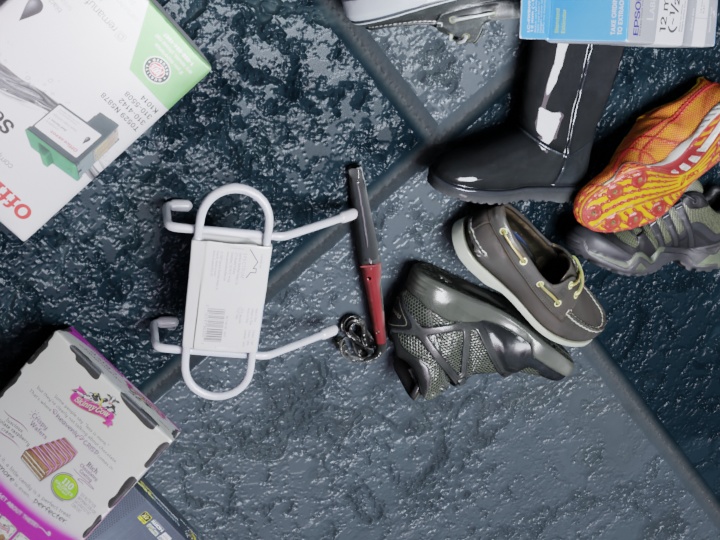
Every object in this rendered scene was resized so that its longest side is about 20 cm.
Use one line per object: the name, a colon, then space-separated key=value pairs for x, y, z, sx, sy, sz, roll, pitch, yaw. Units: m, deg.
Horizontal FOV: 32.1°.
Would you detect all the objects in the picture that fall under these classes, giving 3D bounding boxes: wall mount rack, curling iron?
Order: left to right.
wall mount rack: x=-0.090 y=0.010 z=1.078 sx=0.171 sy=0.075 sz=0.202 roll=4 pitch=115 yaw=-13
curling iron: x=0.000 y=0.000 z=1.139 sx=0.049 sy=0.026 sz=0.202 roll=-11 pitch=120 yaw=-19

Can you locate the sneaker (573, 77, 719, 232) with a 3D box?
sneaker: x=0.269 y=-0.103 z=1.155 sx=0.199 sy=0.077 sz=0.073 roll=-34 pitch=131 yaw=-16

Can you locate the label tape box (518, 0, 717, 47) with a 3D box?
label tape box: x=0.209 y=-0.250 z=0.980 sx=0.199 sy=0.066 sz=0.145 roll=-9 pitch=105 yaw=-47

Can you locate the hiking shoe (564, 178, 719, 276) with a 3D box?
hiking shoe: x=0.280 y=-0.053 z=1.203 sx=0.198 sy=0.076 sz=0.102 roll=-3 pitch=110 yaw=-30

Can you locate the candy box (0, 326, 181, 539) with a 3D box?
candy box: x=-0.268 y=0.167 z=1.058 sx=0.136 sy=0.061 sz=0.200 roll=43 pitch=91 yaw=-1

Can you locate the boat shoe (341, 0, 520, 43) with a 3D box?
boat shoe: x=0.086 y=-0.216 z=1.010 sx=0.197 sy=0.072 sz=0.072 roll=-12 pitch=118 yaw=4

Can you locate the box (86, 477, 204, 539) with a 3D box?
box: x=-0.255 y=0.254 z=1.160 sx=0.157 sy=0.051 sz=0.201 roll=-35 pitch=122 yaw=0

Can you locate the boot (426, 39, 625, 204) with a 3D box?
boot: x=0.149 y=-0.162 z=1.086 sx=0.163 sy=0.066 sz=0.202 roll=-3 pitch=121 yaw=-29

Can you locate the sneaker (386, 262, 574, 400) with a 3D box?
sneaker: x=0.107 y=0.079 z=1.197 sx=0.198 sy=0.076 sz=0.115 roll=23 pitch=109 yaw=-27

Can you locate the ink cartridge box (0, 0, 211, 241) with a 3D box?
ink cartridge box: x=-0.235 y=-0.144 z=0.935 sx=0.200 sy=0.084 sz=0.146 roll=-42 pitch=123 yaw=4

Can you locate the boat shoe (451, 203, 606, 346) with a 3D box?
boat shoe: x=0.172 y=0.006 z=1.175 sx=0.200 sy=0.072 sz=0.060 roll=34 pitch=133 yaw=-31
